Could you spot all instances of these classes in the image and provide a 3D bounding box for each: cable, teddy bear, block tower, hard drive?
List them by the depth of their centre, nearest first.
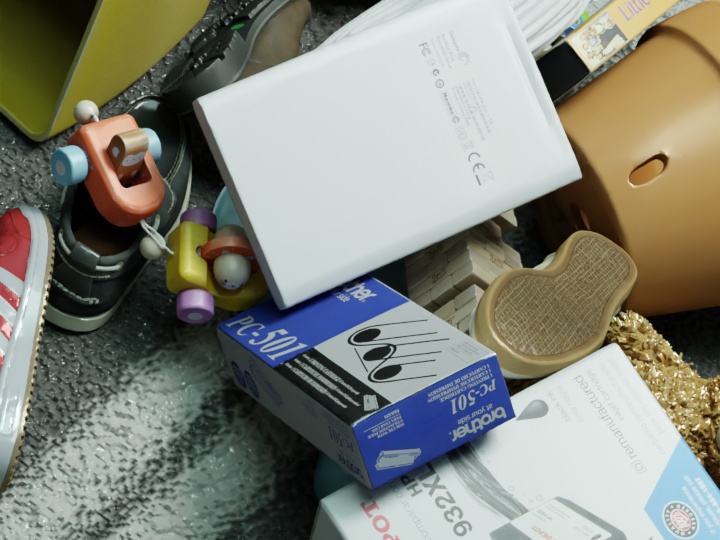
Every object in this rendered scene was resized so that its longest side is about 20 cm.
[{"bbox_3d":[0.017,-0.076,1.663,0.199,0.025,0.132,-24,92,-15],"label":"hard drive"},{"bbox_3d":[0.172,0.089,1.719,0.199,0.067,0.145,22,46,2],"label":"teddy bear"},{"bbox_3d":[0.062,-0.018,1.740,0.058,0.054,0.200,35,33,-33],"label":"block tower"},{"bbox_3d":[0.050,-0.148,1.792,0.069,0.200,0.200,59,18,-10],"label":"cable"}]

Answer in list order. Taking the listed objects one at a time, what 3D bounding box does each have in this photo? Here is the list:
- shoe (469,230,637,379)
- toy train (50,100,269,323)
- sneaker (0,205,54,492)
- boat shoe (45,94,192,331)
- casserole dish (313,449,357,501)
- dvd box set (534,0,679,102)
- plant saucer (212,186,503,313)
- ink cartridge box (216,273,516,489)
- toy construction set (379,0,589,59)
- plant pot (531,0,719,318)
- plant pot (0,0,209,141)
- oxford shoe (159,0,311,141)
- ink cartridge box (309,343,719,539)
[{"bbox_3d":[0.109,0.031,1.642,0.070,0.053,0.200,42,27,9],"label":"shoe"},{"bbox_3d":[-0.079,-0.051,1.693,0.200,0.056,0.151,-12,74,-39],"label":"toy train"},{"bbox_3d":[-0.241,0.031,1.617,0.112,0.071,0.200,14,46,-12],"label":"sneaker"},{"bbox_3d":[-0.144,-0.049,1.737,0.072,0.068,0.200,20,42,2],"label":"boat shoe"},{"bbox_3d":[0.067,0.124,1.640,0.200,0.039,0.121,30,63,10],"label":"casserole dish"},{"bbox_3d":[0.163,-0.159,1.845,0.200,0.146,0.029,-39,92,-34],"label":"dvd box set"},{"bbox_3d":[0.000,0.000,1.771,0.199,0.027,0.201,10,44,-10],"label":"plant saucer"},{"bbox_3d":[0.000,0.057,1.595,0.094,0.044,0.200,-25,23,-16],"label":"ink cartridge box"},{"bbox_3d":[0.088,-0.192,1.957,0.199,0.092,0.131,-15,53,-19],"label":"toy construction set"},{"bbox_3d":[0.197,-0.055,1.796,0.140,0.200,0.200,-23,57,-17],"label":"plant pot"},{"bbox_3d":[-0.182,-0.233,1.828,0.200,0.200,0.176,41,35,21],"label":"plant pot"},{"bbox_3d":[-0.069,-0.128,1.853,0.085,0.073,0.200,53,31,-15],"label":"oxford shoe"},{"bbox_3d":[0.092,0.154,1.557,0.200,0.084,0.145,-27,69,-18],"label":"ink cartridge box"}]
